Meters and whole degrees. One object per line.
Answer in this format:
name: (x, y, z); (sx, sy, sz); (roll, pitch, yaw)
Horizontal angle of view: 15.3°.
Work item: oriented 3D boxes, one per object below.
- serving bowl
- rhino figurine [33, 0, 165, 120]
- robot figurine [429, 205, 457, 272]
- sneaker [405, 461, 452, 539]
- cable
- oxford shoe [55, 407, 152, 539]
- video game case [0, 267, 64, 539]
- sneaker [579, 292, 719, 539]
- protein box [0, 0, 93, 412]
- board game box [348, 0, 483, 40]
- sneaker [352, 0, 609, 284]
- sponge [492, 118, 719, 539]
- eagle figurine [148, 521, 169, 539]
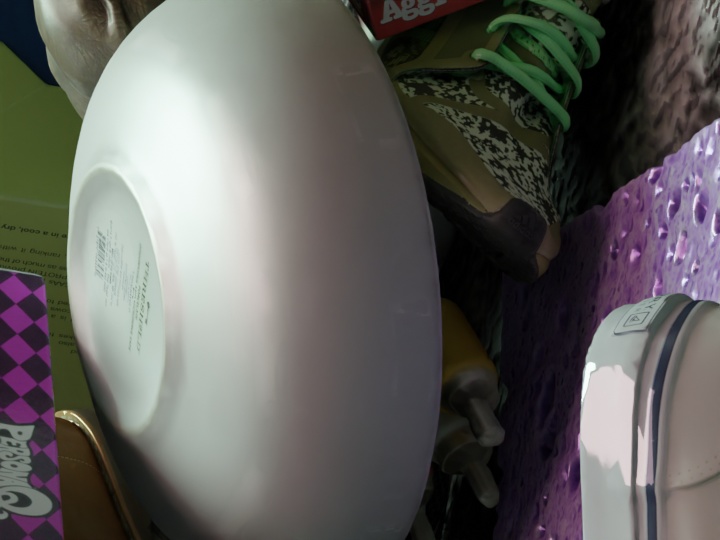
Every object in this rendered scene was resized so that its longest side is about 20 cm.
serving bowl: (-0.048, 0.006, 0.848); (0.200, 0.065, 0.202); (-156, 63, -62)
rhino figurine: (-0.089, -0.083, 1.044); (0.200, 0.059, 0.088); (75, 171, -72)
robot figurine: (-0.028, -0.006, 1.026); (0.170, 0.112, 0.201); (-57, -8, -47)
sneaker: (0.002, 0.137, 0.945); (0.074, 0.080, 0.201); (28, 112, 43)
cable: (0.000, 0.000, 0.898); (0.097, 0.050, 0.201); (121, 144, -48)
oxford shoe: (-0.095, 0.132, 0.948); (0.200, 0.071, 0.072); (56, 129, 36)
video game case: (-0.132, 0.129, 0.855); (0.201, 0.036, 0.182); (-102, 28, -52)
sneaker: (0.094, 0.107, 0.635); (0.070, 0.073, 0.202); (1, 103, 32)
protein box: (-0.137, -0.018, 1.249); (0.200, 0.197, 0.136); (117, 156, -49)
board game box: (0.021, -0.145, 0.917); (0.200, 0.102, 0.020); (-121, 14, -55)
sneaker: (0.047, -0.073, 0.860); (0.089, 0.077, 0.200); (-42, 25, 19)
sponge: (0.086, 0.028, 0.770); (0.200, 0.030, 0.112); (140, 137, -67)
eagle figurine: (-0.074, 0.139, 1.098); (0.151, 0.151, 0.200); (-56, 17, 11)
